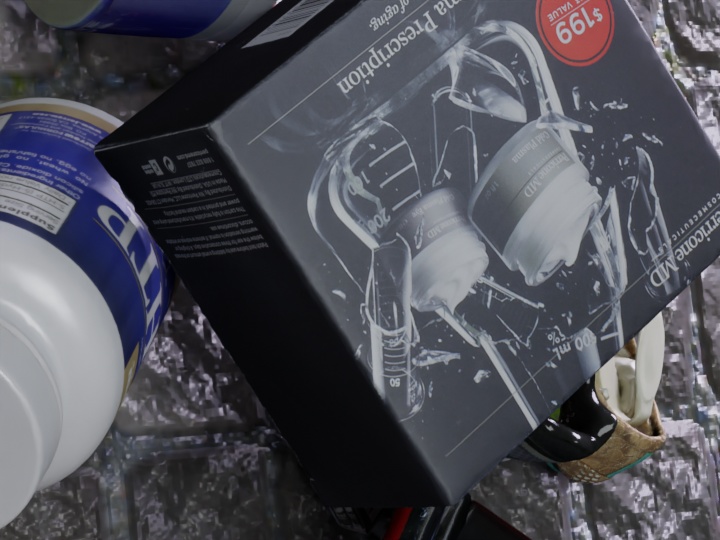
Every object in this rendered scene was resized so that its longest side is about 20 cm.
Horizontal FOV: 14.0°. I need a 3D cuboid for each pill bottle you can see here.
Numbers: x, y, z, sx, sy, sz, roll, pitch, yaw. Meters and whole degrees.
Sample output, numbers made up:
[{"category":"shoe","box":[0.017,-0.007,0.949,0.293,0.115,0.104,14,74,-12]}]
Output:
[{"category":"pill bottle","box":[-0.145,0.021,1.168,0.120,0.119,0.200,49,24,-14]}]

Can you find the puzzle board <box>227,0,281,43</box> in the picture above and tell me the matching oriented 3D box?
[{"category":"puzzle board","box":[0.005,-0.137,1.347,0.199,0.017,0.152,6,78,-53]}]

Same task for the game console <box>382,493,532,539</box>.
[{"category":"game console","box":[0.043,0.193,1.305,0.118,0.173,0.201,23,69,4]}]

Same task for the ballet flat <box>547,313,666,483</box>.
[{"category":"ballet flat","box":[0.112,-0.001,1.396,0.070,0.065,0.201,-9,89,-57]}]

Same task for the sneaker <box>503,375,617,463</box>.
[{"category":"sneaker","box":[0.081,0.001,1.322,0.074,0.087,0.201,-24,118,-47]}]

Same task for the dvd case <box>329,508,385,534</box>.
[{"category":"dvd case","box":[0.000,0.000,1.306,0.146,0.022,0.200,-54,138,-28]}]

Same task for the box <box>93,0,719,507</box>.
[{"category":"box","box":[0.030,-0.034,1.193,0.200,0.104,0.183,-41,107,-27]}]

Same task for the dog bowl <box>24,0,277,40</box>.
[{"category":"dog bowl","box":[-0.090,-0.200,1.242,0.078,0.200,0.201,0,82,-28]}]
